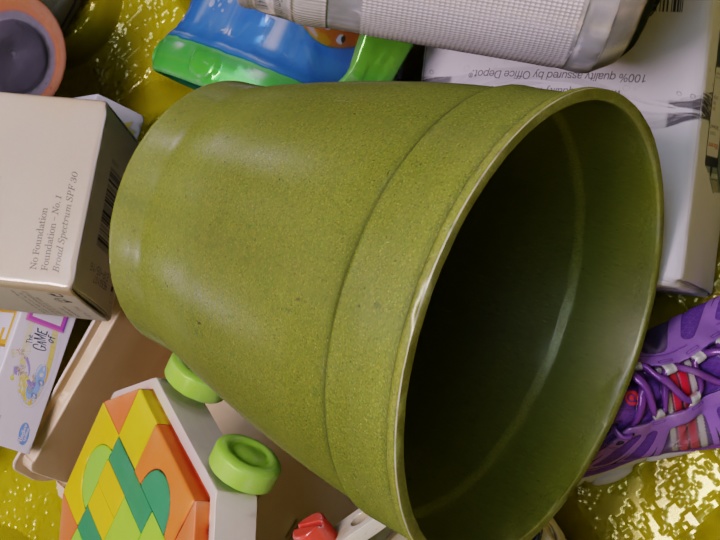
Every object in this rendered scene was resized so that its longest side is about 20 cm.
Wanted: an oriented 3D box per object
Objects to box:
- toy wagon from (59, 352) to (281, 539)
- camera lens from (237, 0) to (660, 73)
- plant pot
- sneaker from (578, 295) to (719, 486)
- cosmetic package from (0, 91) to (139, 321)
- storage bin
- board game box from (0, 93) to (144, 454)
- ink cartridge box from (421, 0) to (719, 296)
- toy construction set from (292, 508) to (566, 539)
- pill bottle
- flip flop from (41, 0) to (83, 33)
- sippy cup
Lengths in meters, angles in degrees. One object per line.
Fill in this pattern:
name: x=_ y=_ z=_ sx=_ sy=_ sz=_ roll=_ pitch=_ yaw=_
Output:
toy wagon: x=-0.088 y=0.139 z=0.661 sx=0.156 sy=0.039 sz=0.200 roll=-63 pitch=36 yaw=20
camera lens: x=0.036 y=-0.175 z=0.595 sx=0.199 sy=0.160 sz=0.161 roll=9 pitch=88 yaw=-1
plant pot: x=0.000 y=0.000 z=0.619 sx=0.192 sy=0.200 sz=0.201 roll=19 pitch=93 yaw=34
sneaker: x=0.151 y=0.058 z=0.679 sx=0.199 sy=0.083 sz=0.081 roll=-27 pitch=74 yaw=20
cosmetic package: x=-0.226 y=-0.039 z=0.745 sx=0.199 sy=0.073 sz=0.104 roll=5 pitch=76 yaw=8
storage bin: x=-0.060 y=0.095 z=0.770 sx=0.200 sy=0.094 sz=0.199 roll=35 pitch=99 yaw=24
board game box: x=-0.202 y=-0.001 z=0.829 sx=0.134 sy=0.034 sz=0.201 roll=2 pitch=71 yaw=53
ink cartridge box: x=0.110 y=-0.093 z=0.714 sx=0.145 sy=0.084 sz=0.201 roll=6 pitch=87 yaw=25
toy construction set: x=0.048 y=0.167 z=0.678 sx=0.131 sy=0.200 sz=0.092 roll=-30 pitch=29 yaw=18
pill bottle: x=-0.258 y=-0.131 z=0.851 sx=0.199 sy=0.106 sz=0.107 roll=9 pitch=88 yaw=46
flip flop: x=-0.192 y=-0.222 z=0.887 sx=0.081 sy=0.057 sz=0.200 roll=42 pitch=105 yaw=28
sippy cup: x=-0.027 y=-0.143 z=0.756 sx=0.177 sy=0.140 sz=0.131 roll=22 pitch=92 yaw=24
